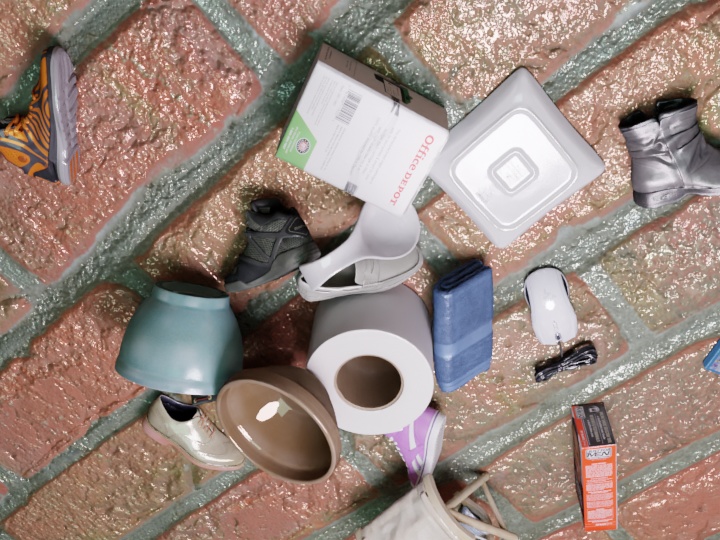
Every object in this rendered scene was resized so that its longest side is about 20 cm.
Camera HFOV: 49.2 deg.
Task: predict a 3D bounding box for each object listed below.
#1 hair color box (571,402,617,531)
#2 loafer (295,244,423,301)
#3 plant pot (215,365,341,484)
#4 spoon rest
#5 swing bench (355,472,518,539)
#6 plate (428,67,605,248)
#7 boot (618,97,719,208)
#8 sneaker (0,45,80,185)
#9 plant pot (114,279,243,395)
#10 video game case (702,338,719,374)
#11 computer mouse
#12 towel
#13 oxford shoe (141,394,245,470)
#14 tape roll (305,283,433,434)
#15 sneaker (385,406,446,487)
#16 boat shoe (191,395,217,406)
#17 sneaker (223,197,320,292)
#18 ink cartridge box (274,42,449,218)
[{"bbox_3d":[0.403,0.340,1.355,0.059,0.102,0.204,-7,121,8],"label":"hair color box"},{"bbox_3d":[0.000,0.000,1.166,0.195,0.070,0.072,-17,78,-4],"label":"loafer"},{"bbox_3d":[-0.106,0.207,1.151,0.196,0.093,0.205,16,132,18],"label":"plant pot"},{"bbox_3d":[0.007,-0.041,1.110,0.101,0.198,0.060,58,155,-6],"label":"spoon rest"},{"bbox_3d":[0.132,0.464,1.385,0.197,0.132,0.199,13,131,-45],"label":"swing bench"},{"bbox_3d":[0.213,-0.144,1.106,0.199,0.033,0.199,-38,113,24],"label":"plate"},{"bbox_3d":[0.454,-0.169,1.056,0.195,0.070,0.134,-15,115,8],"label":"boot"},{"bbox_3d":[-0.451,-0.212,1.079,0.109,0.078,0.204,9,122,-4],"label":"sneaker"},{"bbox_3d":[-0.268,0.093,1.207,0.194,0.200,0.138,10,97,-3],"label":"plant pot"},{"bbox_3d":[0.671,0.130,1.256,0.195,0.018,0.145,19,122,-8],"label":"video game case"},{"bbox_3d":[0.305,0.089,1.238,0.107,0.044,0.203,-16,120,14],"label":"computer mouse"},{"bbox_3d":[0.156,0.088,1.219,0.110,0.048,0.204,-26,130,-27],"label":"towel"},{"bbox_3d":[-0.285,0.287,1.385,0.196,0.071,0.075,27,118,-13],"label":"oxford shoe"},{"bbox_3d":[0.016,0.132,1.227,0.196,0.141,0.207,1,123,2],"label":"tape roll"},{"bbox_3d":[0.085,0.302,1.382,0.112,0.073,0.204,17,129,16],"label":"sneaker"},{"bbox_3d":[-0.190,0.196,1.310,0.195,0.074,0.065,-4,83,11],"label":"boat shoe"},{"bbox_3d":[-0.148,-0.038,1.176,0.198,0.075,0.117,-27,85,45],"label":"sneaker"},{"bbox_3d":[0.004,-0.186,1.061,0.196,0.085,0.148,25,121,-12],"label":"ink cartridge box"}]
